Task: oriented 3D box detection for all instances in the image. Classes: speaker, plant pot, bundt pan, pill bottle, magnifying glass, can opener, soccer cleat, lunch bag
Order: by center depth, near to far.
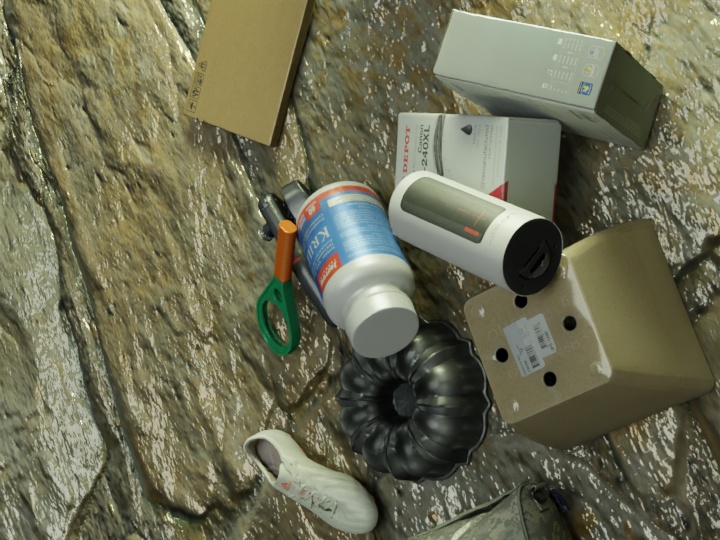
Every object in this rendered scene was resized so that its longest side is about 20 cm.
[{"bbox_3d":[0.115,-0.040,1.377,0.199,0.080,0.082,29,106,52],"label":"speaker"},{"bbox_3d":[0.223,0.071,1.420,0.198,0.176,0.202,-27,74,30],"label":"plant pot"},{"bbox_3d":[0.149,0.342,1.487,0.199,0.139,0.170,-31,73,29],"label":"lunch bag"},{"bbox_3d":[0.000,0.000,1.575,0.112,0.111,0.201,-47,43,24],"label":"pill bottle"},{"bbox_3d":[0.051,0.155,1.597,0.199,0.075,0.205,0,90,35],"label":"bundt pan"},{"bbox_3d":[-0.065,0.266,1.672,0.199,0.077,0.070,33,107,30],"label":"soccer cleat"},{"bbox_3d":[-0.098,0.023,1.679,0.080,0.022,0.202,43,142,34],"label":"magnifying glass"},{"bbox_3d":[-0.069,-0.016,1.688,0.078,0.063,0.202,-35,70,28],"label":"can opener"}]

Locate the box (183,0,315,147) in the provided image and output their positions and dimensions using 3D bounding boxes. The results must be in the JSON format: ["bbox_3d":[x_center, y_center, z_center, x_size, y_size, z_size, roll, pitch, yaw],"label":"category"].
[{"bbox_3d":[-0.148,-0.280,1.771,0.162,0.021,0.203,22,101,32],"label":"box"}]

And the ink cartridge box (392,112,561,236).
[{"bbox_3d":[0.124,-0.099,1.503,0.199,0.082,0.148,11,100,54],"label":"ink cartridge box"}]

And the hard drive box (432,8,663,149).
[{"bbox_3d":[0.202,-0.204,1.446,0.198,0.155,0.078,18,89,32],"label":"hard drive box"}]
